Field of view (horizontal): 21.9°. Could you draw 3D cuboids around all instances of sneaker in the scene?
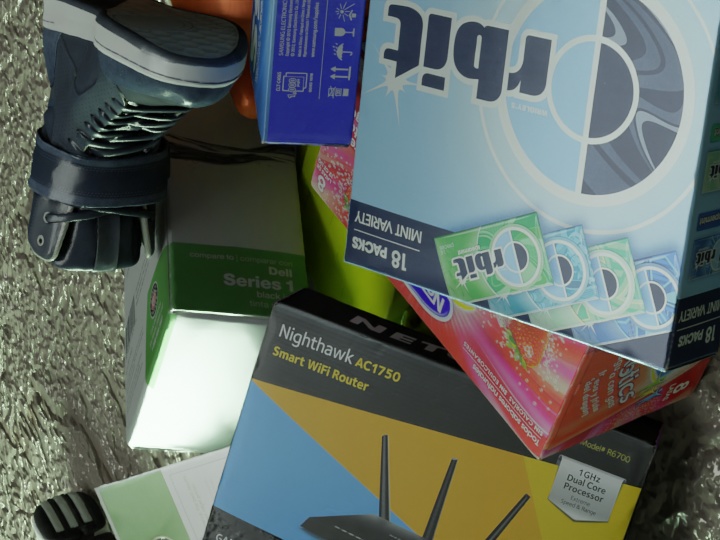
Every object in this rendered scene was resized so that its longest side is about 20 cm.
[{"bbox_3d":[-0.213,0.286,1.536,0.116,0.075,0.200,96,152,-42],"label":"sneaker"},{"bbox_3d":[-0.116,-0.063,0.949,0.202,0.077,0.147,-151,65,-63],"label":"sneaker"}]

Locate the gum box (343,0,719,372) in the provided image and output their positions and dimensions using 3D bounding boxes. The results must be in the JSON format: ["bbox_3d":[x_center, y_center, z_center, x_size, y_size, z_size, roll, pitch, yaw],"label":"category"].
[{"bbox_3d":[0.077,-0.080,0.750,0.170,0.044,0.201,19,111,37],"label":"gum box"}]

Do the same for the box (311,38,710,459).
[{"bbox_3d":[0.076,-0.024,0.884,0.200,0.102,0.095,50,142,31],"label":"box"}]

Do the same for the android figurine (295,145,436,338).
[{"bbox_3d":[0.000,0.000,1.051,0.200,0.041,0.182,104,147,-45],"label":"android figurine"}]

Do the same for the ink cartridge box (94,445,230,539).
[{"bbox_3d":[-0.034,0.153,1.028,0.200,0.048,0.146,-19,97,32],"label":"ink cartridge box"}]

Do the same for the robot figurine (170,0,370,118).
[{"bbox_3d":[-0.055,-0.187,0.999,0.144,0.116,0.201,-9,-98,-86],"label":"robot figurine"}]

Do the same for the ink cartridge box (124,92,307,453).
[{"bbox_3d":[-0.090,-0.015,1.095,0.146,0.084,0.200,114,156,-51],"label":"ink cartridge box"}]

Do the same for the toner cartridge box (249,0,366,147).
[{"bbox_3d":[-0.020,-0.164,0.823,0.095,0.043,0.201,-105,18,-58],"label":"toner cartridge box"}]

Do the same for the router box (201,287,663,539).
[{"bbox_3d":[0.033,0.113,0.929,0.199,0.051,0.150,20,104,11],"label":"router box"}]
